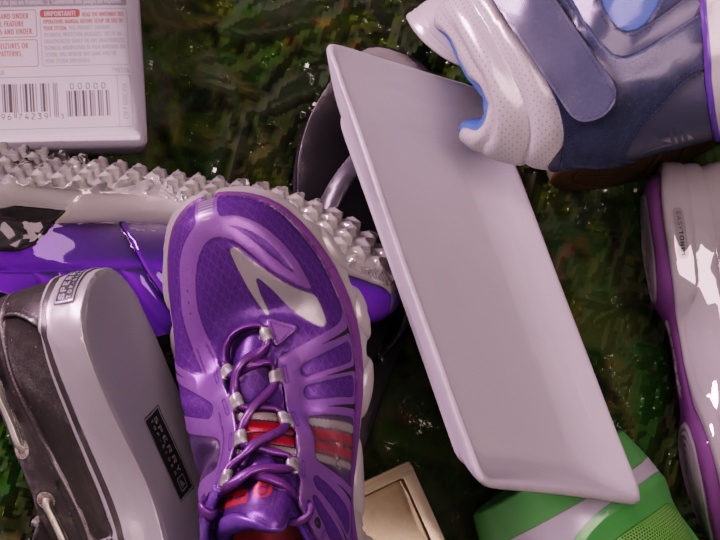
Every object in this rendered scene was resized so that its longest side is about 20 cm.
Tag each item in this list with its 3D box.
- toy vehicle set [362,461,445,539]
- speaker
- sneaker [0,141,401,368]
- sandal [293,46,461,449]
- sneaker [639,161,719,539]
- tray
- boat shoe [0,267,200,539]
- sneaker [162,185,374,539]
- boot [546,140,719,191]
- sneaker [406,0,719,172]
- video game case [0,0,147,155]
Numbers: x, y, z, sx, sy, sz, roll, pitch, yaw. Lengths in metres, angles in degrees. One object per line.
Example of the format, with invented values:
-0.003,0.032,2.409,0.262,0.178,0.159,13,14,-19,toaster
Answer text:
0.004,0.196,1.058,0.124,0.027,0.201,-23,86,-15,toy vehicle set
0.126,0.171,1.059,0.088,0.088,0.201,-28,87,-15,speaker
-0.083,0.012,1.043,0.199,0.070,0.100,11,104,6,sneaker
0.001,0.001,1.082,0.076,0.043,0.202,15,78,-9,sandal
0.181,0.046,1.088,0.099,0.075,0.202,-9,84,-2,sneaker
0.044,0.005,1.027,0.107,0.022,0.201,11,52,-47,tray
-0.095,0.098,1.009,0.063,0.071,0.201,-15,99,25,boat shoe
-0.032,0.067,0.962,0.080,0.083,0.202,-12,88,8,sneaker
0.141,-0.137,1.122,0.199,0.073,0.156,-28,81,-4,boot
0.087,-0.141,1.057,0.145,0.081,0.202,-6,80,11,sneaker
-0.194,-0.137,1.076,0.198,0.022,0.184,-2,81,-11,video game case
